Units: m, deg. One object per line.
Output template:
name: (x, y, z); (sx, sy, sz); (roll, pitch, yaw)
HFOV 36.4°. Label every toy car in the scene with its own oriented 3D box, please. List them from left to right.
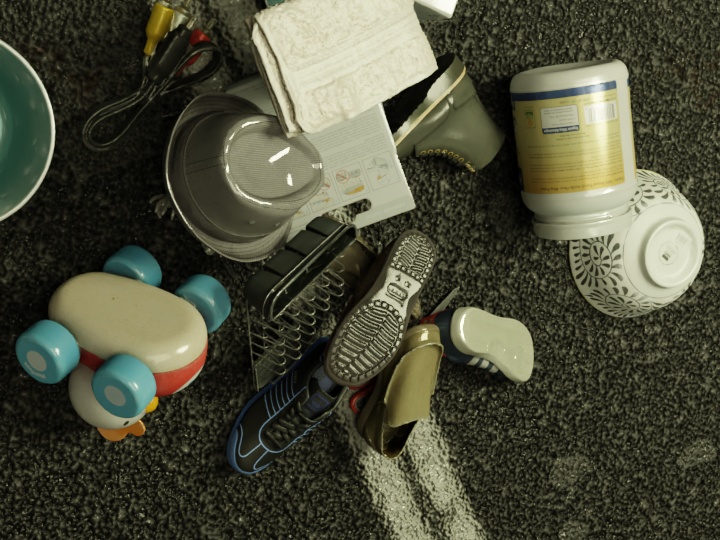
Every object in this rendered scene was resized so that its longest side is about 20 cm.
toy car: (-0.251, 0.113, 1.184); (0.176, 0.185, 0.201); (21, 129, 14)

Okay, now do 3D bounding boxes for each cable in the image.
cable: (-0.227, -0.209, 1.207); (0.097, 0.050, 0.200); (33, 99, -40)

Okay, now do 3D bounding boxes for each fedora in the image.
fedora: (-0.105, -0.101, 1.122); (0.199, 0.090, 0.179); (11, 75, -49)

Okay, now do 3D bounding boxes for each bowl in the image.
bowl: (-0.413, -0.143, 1.097); (0.199, 0.105, 0.203); (-3, 100, -20)
bowl: (0.383, -0.028, 1.438); (0.199, 0.094, 0.203); (-4, 101, -21)

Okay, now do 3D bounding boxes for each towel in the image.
towel: (-0.016, -0.227, 1.106); (0.199, 0.034, 0.133); (-32, 111, -27)

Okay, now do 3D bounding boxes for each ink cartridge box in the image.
ink cartridge box: (-0.044, -0.143, 1.244); (0.161, 0.057, 0.201); (-19, 112, 8)

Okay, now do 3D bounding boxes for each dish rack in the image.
dish rack: (-0.069, 0.045, 1.227); (0.153, 0.054, 0.201); (-44, 151, -34)

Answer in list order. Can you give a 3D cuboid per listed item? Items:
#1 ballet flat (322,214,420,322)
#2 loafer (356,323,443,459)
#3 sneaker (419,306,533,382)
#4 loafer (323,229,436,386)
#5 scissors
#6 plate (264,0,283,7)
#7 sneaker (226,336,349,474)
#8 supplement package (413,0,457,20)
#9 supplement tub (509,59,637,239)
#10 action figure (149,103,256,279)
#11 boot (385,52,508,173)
ballet flat: (0.000, 0.000, 1.316); (0.200, 0.046, 0.068); (41, 82, -22)
loafer: (0.056, 0.147, 1.308); (0.075, 0.068, 0.201); (-9, 136, -31)
sneaker: (0.146, 0.091, 1.381); (0.200, 0.084, 0.076); (31, 62, -47)
loafer: (0.020, 0.047, 1.267); (0.073, 0.071, 0.201); (38, 72, -13)
scissors: (0.060, 0.102, 1.378); (0.199, 0.014, 0.073); (-35, 108, -14)
plate: (-0.025, -0.344, 1.260); (0.198, 0.026, 0.202); (-3, 99, -21)
sneaker: (-0.079, 0.163, 1.296); (0.070, 0.078, 0.200); (42, 82, -22)
supplement package: (0.014, -0.369, 1.192); (0.199, 0.120, 0.122); (21, 93, -23)
supplement tub: (0.262, -0.148, 1.342); (0.143, 0.144, 0.202); (-12, 103, -19)
action figure: (-0.170, -0.081, 1.201); (0.102, 0.118, 0.202); (-21, 101, -47)
boot: (0.085, -0.141, 1.315); (0.200, 0.077, 0.138); (-46, 116, -8)
